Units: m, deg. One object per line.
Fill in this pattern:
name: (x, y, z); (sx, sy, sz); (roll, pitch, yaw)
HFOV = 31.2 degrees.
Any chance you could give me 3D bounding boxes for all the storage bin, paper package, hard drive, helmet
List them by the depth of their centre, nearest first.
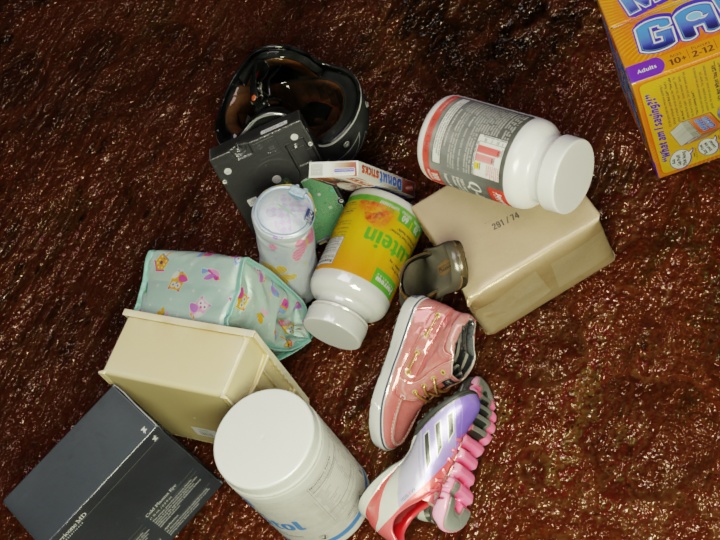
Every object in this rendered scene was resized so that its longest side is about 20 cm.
storage bin: (-0.195, 0.151, 1.652); (0.200, 0.199, 0.094); (7, 61, 27)
paper package: (0.197, -0.050, 1.673); (0.200, 0.103, 0.191); (-31, 52, 3)
hard drive: (-0.104, -0.112, 1.787); (0.140, 0.200, 0.038); (-23, 35, 9)
helmet: (-0.090, -0.214, 1.855); (0.200, 0.191, 0.200); (-38, 42, 44)

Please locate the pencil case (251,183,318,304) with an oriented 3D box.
pencil case: (-0.097, -0.031, 1.727); (0.083, 0.200, 0.091); (12, 59, 8)

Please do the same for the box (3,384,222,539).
box: (-0.308, 0.280, 1.629); (0.200, 0.182, 0.104); (-47, 52, -11)

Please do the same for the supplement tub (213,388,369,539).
supplement tub: (-0.078, 0.240, 1.540); (0.132, 0.200, 0.132); (-12, 55, 17)

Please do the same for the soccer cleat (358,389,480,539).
soccer cleat: (0.081, 0.226, 1.487); (0.200, 0.068, 0.073); (-51, 52, 9)

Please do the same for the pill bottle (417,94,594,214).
pill bottle: (0.180, -0.142, 1.603); (0.200, 0.116, 0.116); (22, 69, 35)

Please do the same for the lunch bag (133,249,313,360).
lunch bag: (-0.175, 0.053, 1.715); (0.170, 0.200, 0.122); (6, 75, 30)

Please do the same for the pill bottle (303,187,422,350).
pill bottle: (0.000, 0.000, 1.722); (0.111, 0.111, 0.200); (11, 64, 29)

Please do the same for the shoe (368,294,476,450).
shoe: (0.078, 0.136, 1.584); (0.091, 0.071, 0.200); (18, 96, 34)

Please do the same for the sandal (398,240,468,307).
sandal: (0.080, 0.015, 1.632); (0.055, 0.200, 0.082); (-11, 81, -20)

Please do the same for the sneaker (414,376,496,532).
sneaker: (0.100, 0.216, 1.566); (0.095, 0.079, 0.200); (0, 57, 37)

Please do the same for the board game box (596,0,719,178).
board game box: (0.434, -0.280, 1.658); (0.200, 0.200, 0.200); (-19, 53, 11)

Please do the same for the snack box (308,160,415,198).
snack box: (0.005, -0.122, 1.751); (0.072, 0.200, 0.024); (-1, 85, 24)
